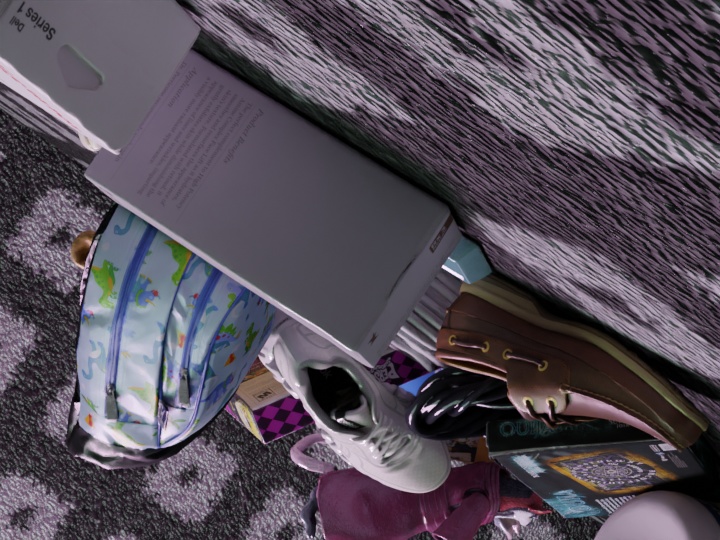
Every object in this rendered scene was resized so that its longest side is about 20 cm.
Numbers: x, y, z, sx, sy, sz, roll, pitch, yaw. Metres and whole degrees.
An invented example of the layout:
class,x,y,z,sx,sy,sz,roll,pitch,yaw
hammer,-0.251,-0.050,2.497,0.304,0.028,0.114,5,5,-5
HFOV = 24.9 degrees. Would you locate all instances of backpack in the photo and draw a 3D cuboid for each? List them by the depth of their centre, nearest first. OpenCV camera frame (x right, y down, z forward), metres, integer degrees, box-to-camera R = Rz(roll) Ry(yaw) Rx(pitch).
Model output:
class,x,y,z,sx,sy,sz,roll,pitch,yaw
backpack,-0.122,0.022,1.086,0.153,0.163,0.201,15,130,23

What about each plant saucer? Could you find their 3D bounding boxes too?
class,x,y,z,sx,sy,sz,roll,pitch,yaw
plant saucer,-0.007,-0.051,1.027,0.200,0.019,0.070,33,175,18

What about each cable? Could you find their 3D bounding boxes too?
class,x,y,z,sx,sy,sz,roll,pitch,yaw
cable,0.118,0.102,1.169,0.163,0.051,0.200,2,169,16
cable,0.000,0.000,1.185,0.200,0.069,0.200,29,175,45

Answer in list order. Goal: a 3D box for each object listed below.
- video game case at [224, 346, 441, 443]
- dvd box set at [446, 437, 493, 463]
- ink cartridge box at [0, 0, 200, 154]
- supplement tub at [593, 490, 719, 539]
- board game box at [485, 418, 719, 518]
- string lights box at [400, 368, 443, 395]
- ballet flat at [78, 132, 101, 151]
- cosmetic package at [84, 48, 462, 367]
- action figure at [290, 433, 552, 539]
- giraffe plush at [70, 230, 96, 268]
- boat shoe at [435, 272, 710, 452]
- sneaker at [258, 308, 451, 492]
class,x,y,z,sx,sy,sz,roll,pitch,yaw
video game case,-0.018,0.072,1.340,0.181,0.199,0.036,21,132,70
dvd box set,0.155,0.156,1.397,0.199,0.030,0.146,11,-179,2
ink cartridge box,-0.199,-0.159,0.828,0.200,0.084,0.145,32,175,26
supplement tub,0.276,0.249,1.190,0.199,0.145,0.145,17,-176,-29
board game box,0.183,0.139,1.166,0.135,0.028,0.200,-7,157,20
string lights box,0.082,0.093,1.418,0.102,0.059,0.200,12,-177,-20
ballet flat,-0.192,-0.114,1.358,0.200,0.064,0.076,37,175,-28
cosmetic package,-0.050,-0.038,0.955,0.200,0.102,0.074,34,176,15
action figure,0.061,0.180,1.317,0.134,0.199,0.149,-49,-55,-70
giraffe plush,-0.148,-0.003,1.298,0.173,0.162,0.200,65,-160,10
boat shoe,0.126,0.067,1.008,0.200,0.068,0.072,29,174,42
sneaker,0.001,0.108,1.201,0.200,0.075,0.081,45,-178,-30
